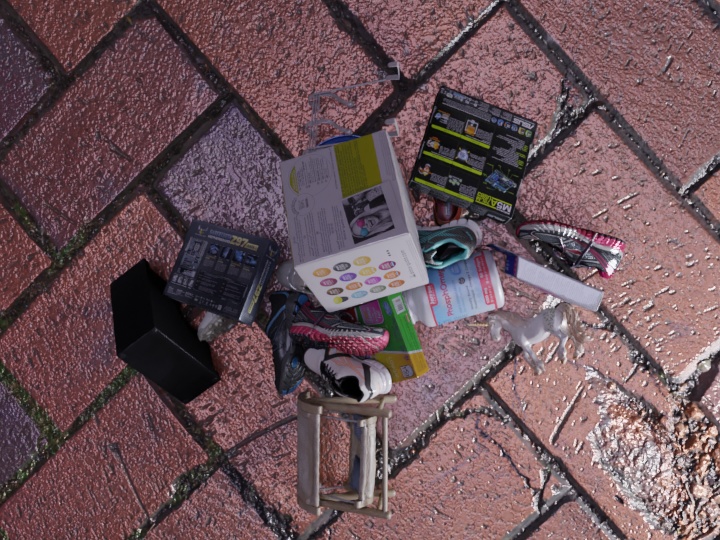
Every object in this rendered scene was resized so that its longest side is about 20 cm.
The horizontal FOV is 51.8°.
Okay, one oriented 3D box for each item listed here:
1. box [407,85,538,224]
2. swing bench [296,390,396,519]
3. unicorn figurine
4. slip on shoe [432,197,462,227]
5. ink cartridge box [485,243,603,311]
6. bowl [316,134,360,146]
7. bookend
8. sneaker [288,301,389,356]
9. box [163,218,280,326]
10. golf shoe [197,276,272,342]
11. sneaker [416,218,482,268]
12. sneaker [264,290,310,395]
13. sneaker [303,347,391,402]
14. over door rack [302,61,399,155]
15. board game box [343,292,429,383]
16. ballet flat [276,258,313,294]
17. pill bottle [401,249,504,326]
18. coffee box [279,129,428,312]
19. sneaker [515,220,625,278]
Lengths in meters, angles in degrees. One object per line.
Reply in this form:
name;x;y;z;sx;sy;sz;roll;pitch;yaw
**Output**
box;0.205;-0.210;1.347;0.196;0.048;0.197;19;80;-3
swing bench;-0.033;0.344;1.402;0.195;0.130;0.204;0;94;7
unicorn figurine;0.319;0.120;1.373;0.197;0.074;0.140;-27;80;18
slip on shoe;0.162;-0.178;1.385;0.072;0.061;0.206;1;92;9
ink cartridge box;0.311;0.011;1.307;0.196;0.196;0.044;23;94;5
bowl;-0.025;-0.153;1.412;0.195;0.039;0.206;0;87;9
bookend;-0.380;0.118;1.440;0.091;0.199;0.202;-33;45;7
sneaker;-0.039;0.101;1.340;0.196;0.081;0.076;8;64;26
box;-0.262;0.001;1.400;0.196;0.051;0.161;14;79;28
golf shoe;-0.262;0.045;1.455;0.097;0.078;0.201;41;92;21
sneaker;0.120;-0.038;1.344;0.196;0.092;0.079;-16;111;21
sneaker;-0.145;0.138;1.446;0.080;0.073;0.205;11;97;33
sneaker;-0.039;0.182;1.362;0.197;0.079;0.076;15;116;39
over door rack;-0.010;-0.278;1.359;0.196;0.067;0.151;-14;56;25
board game box;0.019;0.138;1.377;0.198;0.040;0.156;-22;89;42
ballet flat;-0.078;0.021;1.410;0.195;0.069;0.071;14;95;15
pill bottle;0.160;0.040;1.372;0.196;0.109;0.111;-17;91;8
coffee box;-0.010;-0.077;1.257;0.193;0.200;0.204;-16;63;8
sneaker;0.378;-0.044;1.348;0.195;0.081;0.076;16;98;6
